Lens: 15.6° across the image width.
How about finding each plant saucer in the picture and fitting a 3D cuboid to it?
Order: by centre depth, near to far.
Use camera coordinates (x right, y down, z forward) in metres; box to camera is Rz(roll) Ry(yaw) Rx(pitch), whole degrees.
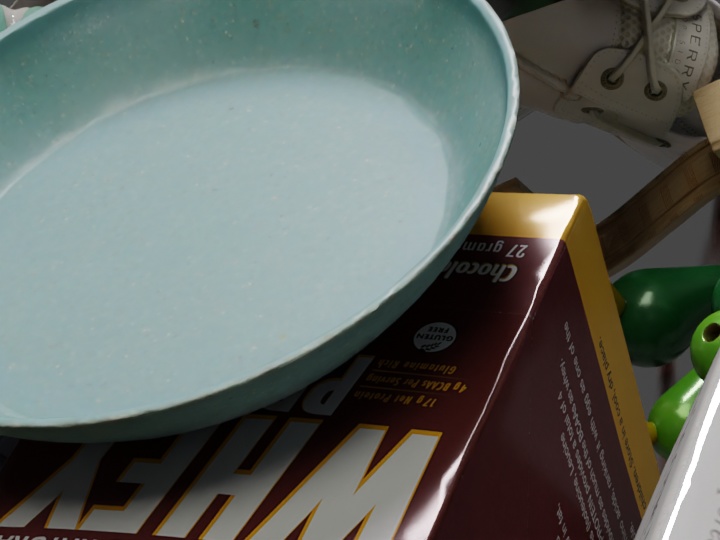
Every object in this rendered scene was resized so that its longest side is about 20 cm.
[{"bbox_3d":[-0.049,-0.018,0.721,0.199,0.036,0.201,-13,39,11],"label":"plant saucer"}]

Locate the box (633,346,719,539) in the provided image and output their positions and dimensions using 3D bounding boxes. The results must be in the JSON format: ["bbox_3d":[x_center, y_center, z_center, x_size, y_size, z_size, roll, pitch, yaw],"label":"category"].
[{"bbox_3d":[0.143,0.140,0.634,0.199,0.131,0.199,24,47,5],"label":"box"}]

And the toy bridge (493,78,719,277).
[{"bbox_3d":[0.066,-0.011,0.963,0.199,0.067,0.027,-24,62,17],"label":"toy bridge"}]

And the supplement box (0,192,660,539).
[{"bbox_3d":[-0.007,0.114,0.734,0.132,0.198,0.200,3,43,25],"label":"supplement box"}]

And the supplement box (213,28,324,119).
[{"bbox_3d":[0.000,0.000,0.865,0.068,0.200,0.067,-9,57,7],"label":"supplement box"}]

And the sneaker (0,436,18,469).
[{"bbox_3d":[-0.087,0.044,0.878,0.074,0.200,0.082,-36,25,14],"label":"sneaker"}]

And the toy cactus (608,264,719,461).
[{"bbox_3d":[0.148,0.012,0.897,0.199,0.103,0.165,-26,9,23],"label":"toy cactus"}]

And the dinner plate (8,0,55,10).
[{"bbox_3d":[-0.103,-0.123,1.131,0.024,0.200,0.200,44,59,2],"label":"dinner plate"}]

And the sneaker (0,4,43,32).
[{"bbox_3d":[-0.089,-0.042,1.033,0.199,0.140,0.078,18,82,2],"label":"sneaker"}]

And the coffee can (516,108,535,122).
[{"bbox_3d":[0.064,-0.147,1.076,0.200,0.147,0.146,-33,39,-19],"label":"coffee can"}]

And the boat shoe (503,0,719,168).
[{"bbox_3d":[0.100,-0.083,0.951,0.069,0.199,0.071,11,85,44],"label":"boat shoe"}]

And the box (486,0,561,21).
[{"bbox_3d":[0.031,-0.151,0.877,0.144,0.036,0.200,47,32,11],"label":"box"}]
